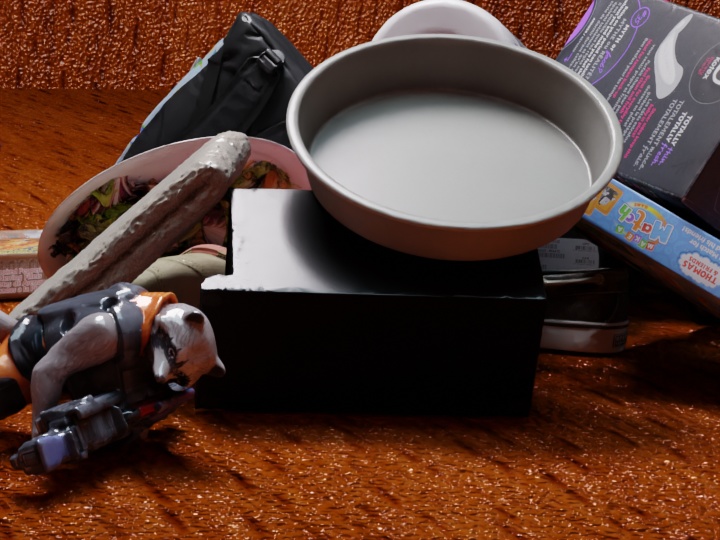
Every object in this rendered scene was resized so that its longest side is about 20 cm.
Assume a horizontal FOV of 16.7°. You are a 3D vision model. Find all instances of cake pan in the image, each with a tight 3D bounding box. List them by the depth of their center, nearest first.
[{"bbox_3d":[0.055,-0.072,1.450,0.199,0.037,0.201,3,38,-2],"label":"cake pan"}]

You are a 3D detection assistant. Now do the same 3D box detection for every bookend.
[{"bbox_3d":[0.000,-0.012,1.474,0.199,0.092,0.199,1,38,-6],"label":"bookend"}]

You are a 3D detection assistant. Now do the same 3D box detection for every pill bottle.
[{"bbox_3d":[0.078,-0.119,1.740,0.113,0.114,0.200,5,-4,16],"label":"pill bottle"}]

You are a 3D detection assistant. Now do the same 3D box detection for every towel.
[{"bbox_3d":[-0.148,-0.007,1.486,0.200,0.034,0.133,-40,7,10],"label":"towel"}]

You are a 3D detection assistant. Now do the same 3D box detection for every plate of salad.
[{"bbox_3d":[-0.126,-0.026,1.708,0.199,0.048,0.200,-16,-27,-8],"label":"plate of salad"}]

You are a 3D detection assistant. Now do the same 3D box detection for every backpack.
[{"bbox_3d":[-0.098,-0.075,1.865,0.163,0.200,0.154,49,10,6],"label":"backpack"}]

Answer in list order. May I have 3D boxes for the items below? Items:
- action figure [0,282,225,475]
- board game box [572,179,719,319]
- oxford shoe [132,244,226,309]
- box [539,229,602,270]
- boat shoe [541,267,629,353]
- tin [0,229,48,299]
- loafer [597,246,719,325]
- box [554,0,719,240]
[{"bbox_3d":[-0.169,0.049,1.288,0.193,0.105,0.200,-7,4,9],"label":"action figure"},{"bbox_3d":[0.206,-0.007,1.562,0.200,0.037,0.151,31,-1,26],"label":"board game box"},{"bbox_3d":[-0.133,0.027,1.578,0.074,0.071,0.200,-23,14,-41],"label":"oxford shoe"},{"bbox_3d":[0.098,-0.016,1.817,0.199,0.086,0.164,4,8,12],"label":"box"},{"bbox_3d":[0.086,0.016,1.680,0.199,0.064,0.071,4,9,10],"label":"boat shoe"},{"bbox_3d":[-0.270,-0.004,1.814,0.199,0.042,0.112,-3,6,-28],"label":"tin"},{"bbox_3d":[0.250,-0.005,1.735,0.072,0.073,0.200,-19,-15,35],"label":"loafer"},{"bbox_3d":[0.215,-0.095,1.595,0.106,0.122,0.200,33,-1,-33],"label":"box"}]
